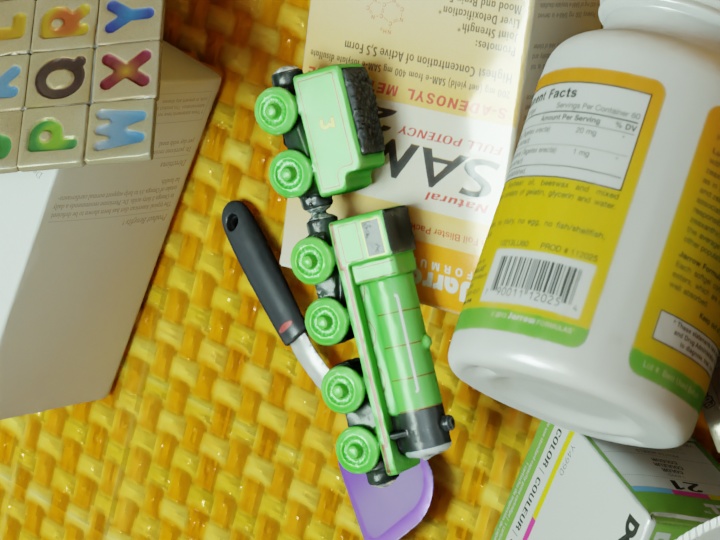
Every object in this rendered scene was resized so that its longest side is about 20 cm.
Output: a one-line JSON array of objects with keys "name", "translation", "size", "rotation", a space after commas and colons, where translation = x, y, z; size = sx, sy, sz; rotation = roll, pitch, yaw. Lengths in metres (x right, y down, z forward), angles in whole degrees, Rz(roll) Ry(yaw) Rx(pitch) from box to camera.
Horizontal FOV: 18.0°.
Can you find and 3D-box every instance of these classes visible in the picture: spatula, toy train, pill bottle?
[{"name": "spatula", "translation": [-0.021, 0.047, 1.170], "size": [0.056, 0.020, 0.201], "rotation": [-41, 73, 32]}, {"name": "toy train", "translation": [0.000, 0.000, 1.054], "size": [0.056, 0.042, 0.202], "rotation": [-14, 91, 25]}, {"name": "pill bottle", "translation": [0.119, -0.034, 0.982], "size": [0.110, 0.111, 0.201], "rotation": [12, 76, 32]}]

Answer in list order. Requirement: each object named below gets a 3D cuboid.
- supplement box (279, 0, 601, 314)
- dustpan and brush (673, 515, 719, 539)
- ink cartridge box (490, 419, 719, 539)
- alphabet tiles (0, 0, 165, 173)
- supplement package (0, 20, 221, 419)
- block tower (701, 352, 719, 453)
[{"name": "supplement box", "translation": [0.040, -0.089, 1.081], "size": [0.125, 0.073, 0.202], "rotation": [14, 104, 32]}, {"name": "dustpan and brush", "translation": [0.129, 0.162, 0.921], "size": [0.199, 0.057, 0.141], "rotation": [-6, 90, 45]}, {"name": "ink cartridge box", "translation": [0.129, 0.171, 0.997], "size": [0.200, 0.075, 0.149], "rotation": [52, 127, 56]}, {"name": "alphabet tiles", "translation": [-0.177, -0.133, 1.135], "size": [0.166, 0.008, 0.201], "rotation": [-5, 59, 10]}, {"name": "supplement package", "translation": [-0.179, -0.036, 1.210], "size": [0.117, 0.117, 0.201], "rotation": [32, 111, 26]}, {"name": "block tower", "translation": [0.236, 0.015, 0.973], "size": [0.199, 0.054, 0.058], "rotation": [-26, 82, 33]}]
